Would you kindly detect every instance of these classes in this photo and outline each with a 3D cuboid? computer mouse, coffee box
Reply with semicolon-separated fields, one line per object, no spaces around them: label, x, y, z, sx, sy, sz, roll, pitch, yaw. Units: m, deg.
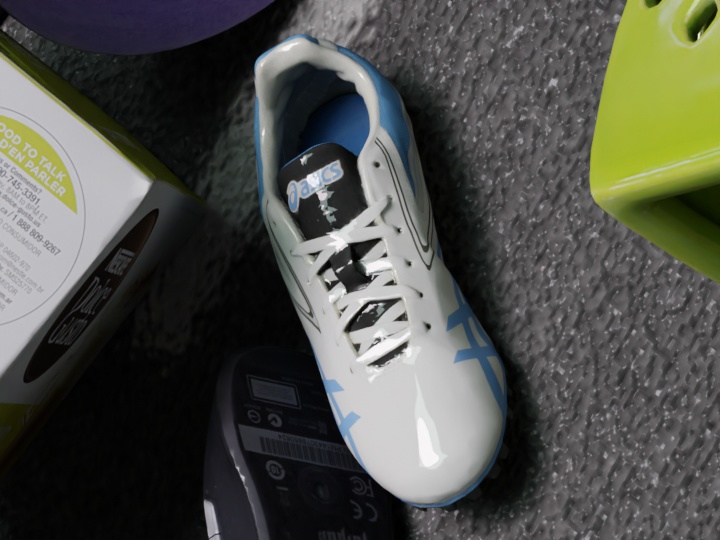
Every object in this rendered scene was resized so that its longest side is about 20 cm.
computer mouse;-0.042;0.114;1.059;0.046;0.140;0.201;-48;47;38
coffee box;-0.199;-0.015;1.126;0.200;0.200;0.198;39;90;3

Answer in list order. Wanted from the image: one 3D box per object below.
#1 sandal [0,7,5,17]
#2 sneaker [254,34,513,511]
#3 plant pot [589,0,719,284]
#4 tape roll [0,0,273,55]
sandal;-0.180;-0.148;1.341;0.200;0.045;0.075;-56;46;14
sneaker;0.000;0.000;1.095;0.072;0.072;0.201;-31;56;18
plant pot;0.203;-0.087;0.851;0.199;0.199;0.182;-12;62;41
tape roll;-0.088;-0.192;1.158;0.200;0.200;0.085;-57;47;13
